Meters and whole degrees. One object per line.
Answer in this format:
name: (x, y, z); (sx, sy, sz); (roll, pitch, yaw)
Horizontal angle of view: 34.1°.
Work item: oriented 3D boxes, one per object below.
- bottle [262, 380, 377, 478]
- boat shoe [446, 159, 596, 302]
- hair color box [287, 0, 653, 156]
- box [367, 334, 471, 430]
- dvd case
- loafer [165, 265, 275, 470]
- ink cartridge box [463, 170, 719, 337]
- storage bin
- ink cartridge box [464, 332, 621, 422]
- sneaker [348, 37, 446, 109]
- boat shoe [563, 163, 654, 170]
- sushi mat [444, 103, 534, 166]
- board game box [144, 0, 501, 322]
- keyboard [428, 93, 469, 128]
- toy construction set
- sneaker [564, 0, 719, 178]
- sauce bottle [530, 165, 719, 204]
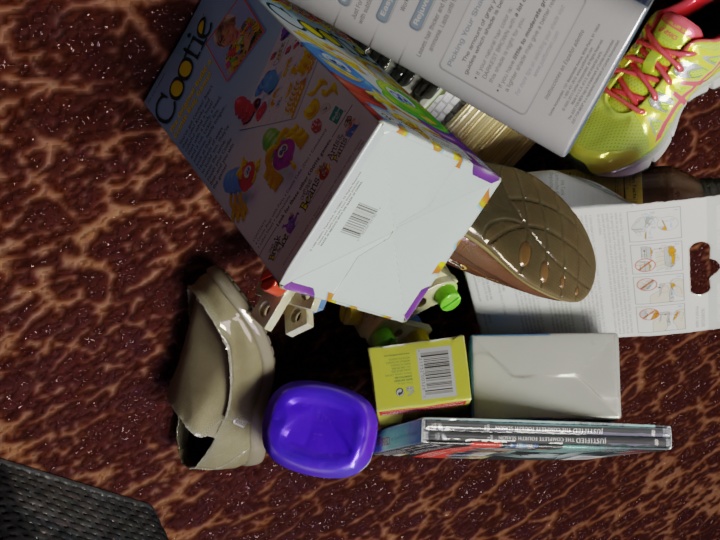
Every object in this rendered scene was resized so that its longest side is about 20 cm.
bottle: (-0.029, 0.126, 0.906); (0.200, 0.083, 0.066); (92, 10, -80)
boat shoe: (0.076, -0.035, 0.798); (0.199, 0.067, 0.073); (27, 68, -26)
hair color box: (0.061, -0.163, 0.689); (0.100, 0.199, 0.061); (-63, 173, 29)
box: (0.047, 0.095, 0.927); (0.074, 0.051, 0.200); (-7, 166, 0)
dvd case: (0.119, 0.133, 0.914); (0.198, 0.022, 0.146); (5, 167, -14)
loafer: (-0.108, 0.085, 0.870); (0.068, 0.076, 0.201); (-24, 137, -25)
ink cartridge box: (0.177, -0.012, 0.890); (0.198, 0.051, 0.163); (-7, 140, 12)
storage bin: (-0.243, 0.241, 0.895); (0.135, 0.094, 0.199); (-48, 137, 9)
ink cartridge box: (0.143, 0.100, 0.974); (0.115, 0.068, 0.200); (-1, 168, 2)
sneaker: (0.064, -0.162, 0.787); (0.200, 0.077, 0.088); (-50, 157, 7)
boat shoe: (0.187, -0.030, 0.997); (0.201, 0.072, 0.068); (-61, 164, 12)
sushi mat: (0.117, -0.122, 0.893); (0.200, 0.012, 0.096); (-47, 145, 8)
board game box: (-0.029, -0.078, 0.692); (0.102, 0.200, 0.105); (18, 114, -43)
keyboard: (0.090, -0.154, 0.855); (0.200, 0.011, 0.056); (-50, 137, 11)
toy construction set: (0.000, 0.000, 0.862); (0.131, 0.092, 0.199); (-45, 151, 18)
sneaker: (0.226, -0.156, 0.895); (0.200, 0.078, 0.091); (-45, 152, -12)
sauce bottle: (0.213, -0.049, 0.920); (0.198, 0.065, 0.065); (-1, 136, 12)
